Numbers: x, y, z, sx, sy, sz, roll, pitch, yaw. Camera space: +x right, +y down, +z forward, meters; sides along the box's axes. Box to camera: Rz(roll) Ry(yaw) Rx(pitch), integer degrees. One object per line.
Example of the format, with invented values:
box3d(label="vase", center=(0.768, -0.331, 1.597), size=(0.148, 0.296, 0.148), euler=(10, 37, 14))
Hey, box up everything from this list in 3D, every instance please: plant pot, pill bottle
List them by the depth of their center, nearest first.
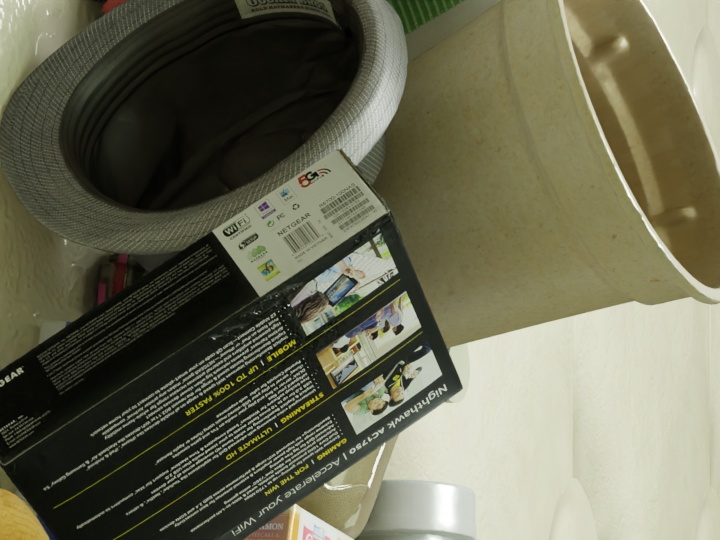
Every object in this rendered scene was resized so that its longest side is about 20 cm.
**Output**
box3d(label="plant pot", center=(0.070, -0.044, 1.142), size=(0.200, 0.183, 0.201), euler=(47, 30, -38))
box3d(label="pill bottle", center=(0.024, 0.235, 1.360), size=(0.110, 0.109, 0.201), euler=(31, 57, -64))

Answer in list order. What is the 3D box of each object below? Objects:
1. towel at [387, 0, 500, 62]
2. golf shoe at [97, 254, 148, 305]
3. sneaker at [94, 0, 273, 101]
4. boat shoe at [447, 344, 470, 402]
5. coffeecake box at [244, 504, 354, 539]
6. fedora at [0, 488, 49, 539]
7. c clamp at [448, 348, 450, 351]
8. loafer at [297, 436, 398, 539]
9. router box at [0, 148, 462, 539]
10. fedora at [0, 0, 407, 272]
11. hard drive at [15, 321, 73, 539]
box3d(label="towel", center=(0.000, -0.197, 1.207), size=(0.201, 0.152, 0.023), euler=(58, 24, -9))
box3d(label="golf shoe", center=(-0.061, 0.033, 1.199), size=(0.200, 0.092, 0.073), euler=(19, 70, -68))
box3d(label="sneaker", center=(-0.072, -0.092, 1.174), size=(0.071, 0.097, 0.201), euler=(-65, 146, -51))
box3d(label="boat shoe", center=(-0.004, 0.001, 1.302), size=(0.200, 0.062, 0.071), euler=(55, 31, -22))
box3d(label="coffeecake box", center=(-0.048, 0.244, 1.233), size=(0.153, 0.073, 0.201), euler=(42, 50, -60))
box3d(label="fedora", center=(-0.181, 0.183, 0.906), size=(0.200, 0.081, 0.202), euler=(-3, 90, -74))
box3d(label="c clamp", center=(0.000, 0.000, 1.218), size=(0.200, 0.027, 0.172), euler=(45, 32, -43))
box3d(label="loafer", center=(-0.006, 0.071, 1.349), size=(0.068, 0.076, 0.201), euler=(68, 29, -52))
box3d(label="router box", center=(-0.061, 0.055, 1.003), size=(0.051, 0.199, 0.149), euler=(51, -9, 38))
box3d(label="fedora", center=(-0.065, -0.060, 1.068), size=(0.200, 0.177, 0.090), euler=(-37, 140, -12))
box3d(label="hard drive", center=(-0.133, 0.142, 1.099), size=(0.132, 0.025, 0.201), euler=(42, 50, -60))
